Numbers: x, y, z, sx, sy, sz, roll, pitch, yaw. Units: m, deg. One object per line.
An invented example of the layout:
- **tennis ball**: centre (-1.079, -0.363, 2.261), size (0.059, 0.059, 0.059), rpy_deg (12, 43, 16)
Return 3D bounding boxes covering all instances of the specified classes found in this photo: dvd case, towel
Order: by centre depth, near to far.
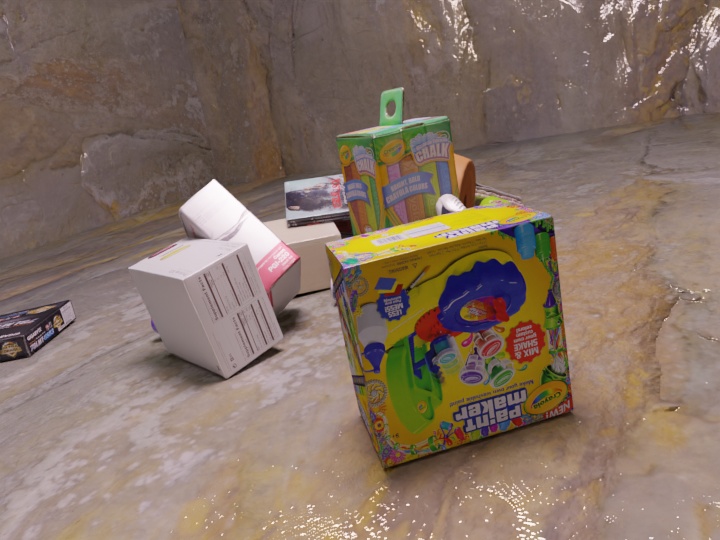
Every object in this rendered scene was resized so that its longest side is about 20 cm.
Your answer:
- **dvd case**: centre (-0.052, -0.146, 1.210), size (0.195, 0.022, 0.147), rpy_deg (-7, 39, -3)
- **towel**: centre (0.214, -0.131, 1.278), size (0.197, 0.033, 0.189), rpy_deg (6, -17, -44)

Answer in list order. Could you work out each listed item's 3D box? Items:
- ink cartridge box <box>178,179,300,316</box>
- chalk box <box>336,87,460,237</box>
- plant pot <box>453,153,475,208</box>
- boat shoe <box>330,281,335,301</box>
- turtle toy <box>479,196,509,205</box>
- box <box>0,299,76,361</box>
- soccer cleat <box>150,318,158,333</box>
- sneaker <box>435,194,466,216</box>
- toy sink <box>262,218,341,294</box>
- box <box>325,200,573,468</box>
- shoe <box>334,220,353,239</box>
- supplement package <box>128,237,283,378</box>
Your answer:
- **ink cartridge box**: centre (-0.193, -0.030, 0.999), size (0.085, 0.199, 0.146), rpy_deg (-46, -11, -21)
- **chalk box**: centre (0.050, -0.142, 0.839), size (0.122, 0.204, 0.124), rpy_deg (-18, 16, -22)
- **plant pot**: centre (0.116, -0.125, 1.040), size (0.137, 0.205, 0.200), rpy_deg (7, 21, 21)
- **boat shoe**: centre (0.000, 0.000, 1.115), size (0.064, 0.075, 0.201), rpy_deg (0, 29, 14)
- **turtle toy**: centre (0.198, -0.080, 1.170), size (0.195, 0.103, 0.146), rpy_deg (-12, 15, 0)
- **box**: centre (-0.705, 0.129, 1.211), size (0.195, 0.051, 0.199), rpy_deg (-12, 14, 3)
- **soccer cleat**: centre (-0.266, 0.069, 1.067), size (0.196, 0.068, 0.076), rpy_deg (-14, 20, -20)
- **sneaker**: centre (0.102, 0.013, 0.775), size (0.127, 0.203, 0.079), rpy_deg (-21, -5, 6)
- **toy sink**: centre (-0.138, -0.024, 1.170), size (0.196, 0.114, 0.131), rpy_deg (-12, 26, -11)
- **box**: centre (0.085, 0.054, 0.603), size (0.196, 0.197, 0.122), rpy_deg (-14, 15, -8)
- **shoe**: centre (-0.010, -0.116, 1.243), size (0.071, 0.092, 0.198), rpy_deg (-39, 24, -31)
- **supplement package**: centre (-0.234, 0.047, 0.908), size (0.110, 0.159, 0.198), rpy_deg (-34, 26, -34)
